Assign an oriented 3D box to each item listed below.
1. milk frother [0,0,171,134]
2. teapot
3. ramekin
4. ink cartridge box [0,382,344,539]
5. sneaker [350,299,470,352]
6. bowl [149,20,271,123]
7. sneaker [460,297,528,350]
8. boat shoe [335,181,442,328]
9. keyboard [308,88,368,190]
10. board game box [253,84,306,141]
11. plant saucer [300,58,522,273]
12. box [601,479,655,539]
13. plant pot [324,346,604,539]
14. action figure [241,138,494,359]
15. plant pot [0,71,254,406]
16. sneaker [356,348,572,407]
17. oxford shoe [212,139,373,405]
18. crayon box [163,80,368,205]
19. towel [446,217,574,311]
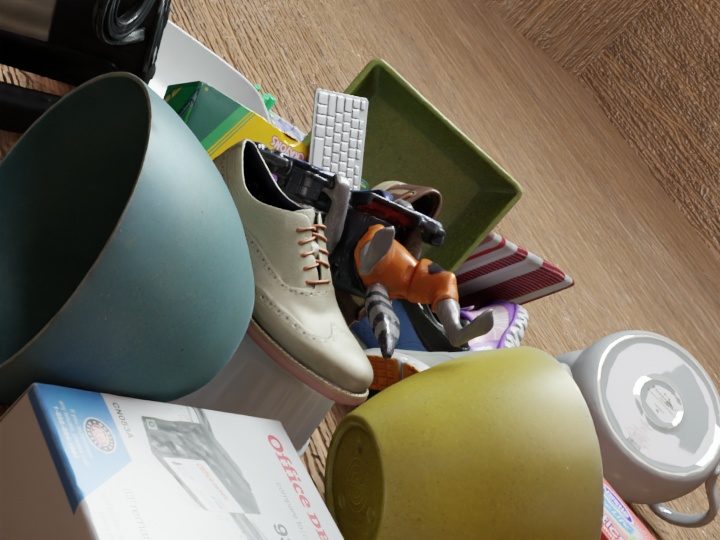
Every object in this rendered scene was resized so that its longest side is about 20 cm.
[{"bbox_3d":[-0.234,-0.216,0.898,0.187,0.201,0.181,15,43,-10],"label":"milk frother"},{"bbox_3d":[0.290,0.174,1.323,0.196,0.146,0.202,5,60,-23],"label":"teapot"},{"bbox_3d":[-0.093,0.042,0.883,0.202,0.094,0.203,38,21,-17],"label":"ramekin"},{"bbox_3d":[-0.101,0.152,0.668,0.199,0.084,0.146,18,32,-51],"label":"ink cartridge box"},{"bbox_3d":[0.019,0.019,1.122,0.200,0.111,0.077,50,21,13],"label":"sneaker"},{"bbox_3d":[-0.175,-0.153,1.134,0.199,0.075,0.200,32,24,-30],"label":"bowl"},{"bbox_3d":[0.121,0.069,1.285,0.088,0.081,0.200,35,22,-4],"label":"sneaker"},{"bbox_3d":[0.000,0.000,1.024,0.072,0.200,0.072,4,-45,53],"label":"boat shoe"},{"bbox_3d":[-0.026,-0.053,1.052,0.056,0.202,0.011,6,-1,-41],"label":"keyboard"},{"bbox_3d":[-0.044,-0.109,1.373,0.199,0.026,0.201,33,24,-31],"label":"board game box"},{"bbox_3d":[0.021,-0.071,1.195,0.199,0.200,0.048,40,6,-13],"label":"plant saucer"},{"bbox_3d":[0.179,0.232,1.047,0.200,0.095,0.102,51,20,15],"label":"box"},{"bbox_3d":[0.058,0.154,0.868,0.141,0.201,0.201,3,40,-26],"label":"plant pot"},{"bbox_3d":[-0.013,-0.016,0.914,0.199,0.105,0.193,23,4,-27],"label":"action figure"},{"bbox_3d":[-0.141,0.005,0.721,0.135,0.200,0.201,36,21,-35],"label":"plant pot"},{"bbox_3d":[0.086,0.099,1.031,0.199,0.076,0.092,10,24,27],"label":"sneaker"},{"bbox_3d":[-0.049,-0.001,0.807,0.200,0.074,0.071,51,21,16],"label":"oxford shoe"},{"bbox_3d":[-0.095,-0.061,1.038,0.199,0.120,0.058,28,-15,-38],"label":"crayon box"},{"bbox_3d":[0.123,0.001,1.325,0.199,0.143,0.023,25,54,-45],"label":"towel"}]
